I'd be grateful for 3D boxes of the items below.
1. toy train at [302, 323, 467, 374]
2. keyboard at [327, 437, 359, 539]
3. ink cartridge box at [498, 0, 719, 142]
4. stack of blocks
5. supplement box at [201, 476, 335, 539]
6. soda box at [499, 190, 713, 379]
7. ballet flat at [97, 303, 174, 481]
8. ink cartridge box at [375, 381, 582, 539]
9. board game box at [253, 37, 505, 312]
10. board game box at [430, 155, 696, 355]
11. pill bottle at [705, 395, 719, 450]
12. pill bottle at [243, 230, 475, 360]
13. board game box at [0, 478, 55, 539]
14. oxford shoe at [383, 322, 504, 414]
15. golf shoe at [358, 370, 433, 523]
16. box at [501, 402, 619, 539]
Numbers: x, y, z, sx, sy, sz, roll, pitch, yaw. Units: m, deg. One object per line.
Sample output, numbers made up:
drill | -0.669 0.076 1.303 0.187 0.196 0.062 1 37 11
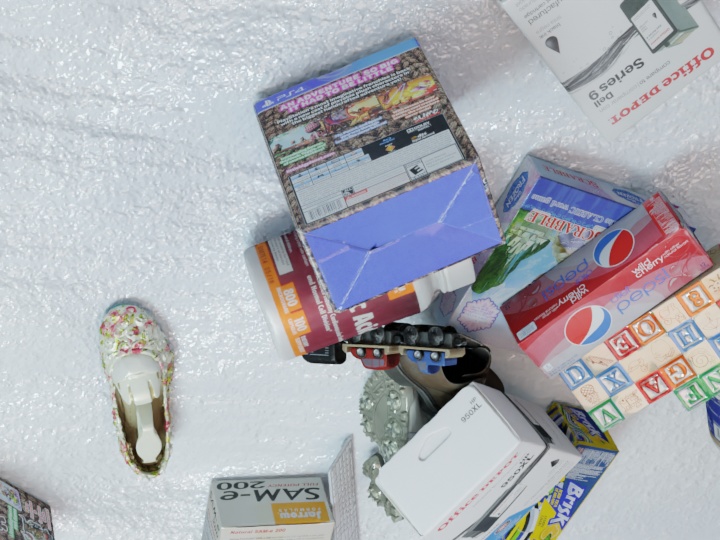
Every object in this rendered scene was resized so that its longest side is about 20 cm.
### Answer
toy train | 0.016 0.074 1.587 0.034 0.199 0.046 0 90 -54
keyboard | -0.017 0.271 1.797 0.011 0.056 0.201 9 130 16
ink cartridge box | 0.219 -0.234 1.461 0.146 0.084 0.200 -36 129 12
stack of blocks | 0.309 0.080 1.655 0.200 0.059 0.115 -33 105 18
supplement box | -0.110 0.322 1.791 0.125 0.074 0.201 0 126 -18
soda box | 0.240 0.016 1.619 0.200 0.064 0.070 -37 128 12
ballet flat | -0.212 0.124 1.613 0.075 0.064 0.201 -12 128 -7
ink cartridge box | 0.124 0.202 1.687 0.145 0.084 0.200 -46 154 10
board game box | 0.013 -0.086 1.424 0.159 0.200 0.097 -22 130 1
board game box | 0.204 -0.001 1.663 0.199 0.041 0.200 15 121 -26
pill bottle | 0.424 0.104 1.766 0.115 0.116 0.201 -18 130 -3
pill bottle | 0.000 0.000 1.552 0.199 0.114 0.115 -20 130 -2
board game box | -0.429 0.272 1.636 0.159 0.097 0.200 -40 128 14
oxford shoe | 0.103 0.107 1.664 0.084 0.073 0.200 -4 161 33
golf shoe | 0.054 0.169 1.742 0.097 0.078 0.201 -24 136 -25
box | 0.202 0.246 1.833 0.064 0.070 0.201 15 121 -29
